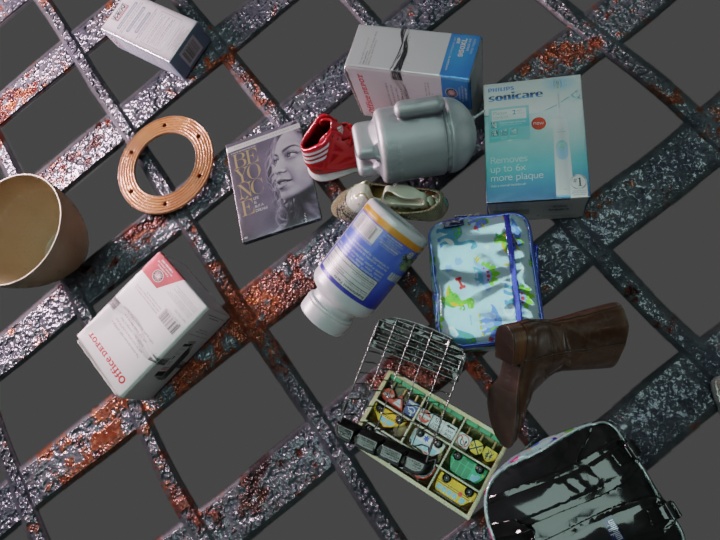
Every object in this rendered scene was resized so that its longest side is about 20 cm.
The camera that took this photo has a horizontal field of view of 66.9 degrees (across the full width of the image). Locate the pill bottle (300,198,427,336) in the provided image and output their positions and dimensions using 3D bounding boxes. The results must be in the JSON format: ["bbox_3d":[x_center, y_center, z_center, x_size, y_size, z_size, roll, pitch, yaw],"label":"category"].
[{"bbox_3d":[0.000,0.000,0.830,0.112,0.112,0.200,42,102,20],"label":"pill bottle"}]

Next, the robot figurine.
[{"bbox_3d":[0.089,-0.198,0.830,0.199,0.170,0.113,-10,66,1],"label":"robot figurine"}]

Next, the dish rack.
[{"bbox_3d":[0.059,0.173,0.771,0.153,0.055,0.201,20,85,17],"label":"dish rack"}]

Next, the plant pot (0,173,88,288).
[{"bbox_3d":[-0.576,-0.055,0.984,0.199,0.134,0.201,-4,75,13],"label":"plant pot"}]

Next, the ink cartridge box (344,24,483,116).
[{"bbox_3d":[0.091,-0.309,0.881,0.199,0.145,0.085,13,77,16],"label":"ink cartridge box"}]

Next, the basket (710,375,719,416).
[{"bbox_3d":[0.557,0.197,0.622,0.199,0.161,0.199,-15,73,11],"label":"basket"}]

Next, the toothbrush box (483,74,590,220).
[{"bbox_3d":[0.265,-0.184,0.837,0.146,0.085,0.201,-1,74,14],"label":"toothbrush box"}]

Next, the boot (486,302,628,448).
[{"bbox_3d":[0.276,0.142,0.745,0.199,0.064,0.187,-7,112,-21],"label":"boot"}]

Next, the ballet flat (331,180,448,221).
[{"bbox_3d":[0.041,-0.116,0.879,0.199,0.075,0.068,4,75,15],"label":"ballet flat"}]

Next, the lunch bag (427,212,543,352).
[{"bbox_3d":[0.185,0.017,0.806,0.160,0.082,0.201,-4,75,10],"label":"lunch bag"}]

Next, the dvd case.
[{"bbox_3d":[-0.157,-0.160,0.971,0.148,0.016,0.201,-17,71,9],"label":"dvd case"}]

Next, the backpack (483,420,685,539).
[{"bbox_3d":[0.254,0.298,0.673,0.199,0.151,0.178,-26,68,-2],"label":"backpack"}]

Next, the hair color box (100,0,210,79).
[{"bbox_3d":[-0.412,-0.474,1.097,0.200,0.061,0.099,30,83,19],"label":"hair color box"}]

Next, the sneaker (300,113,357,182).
[{"bbox_3d":[-0.003,-0.213,0.891,0.199,0.116,0.079,-22,71,4],"label":"sneaker"}]

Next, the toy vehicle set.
[{"bbox_3d":[0.098,0.247,0.791,0.199,0.027,0.125,27,83,19],"label":"toy vehicle set"}]

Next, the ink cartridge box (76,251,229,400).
[{"bbox_3d":[-0.345,0.095,0.913,0.200,0.083,0.147,-46,69,-2],"label":"ink cartridge box"}]

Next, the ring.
[{"bbox_3d":[-0.367,-0.199,1.033,0.199,0.019,0.201,-4,73,13],"label":"ring"}]
